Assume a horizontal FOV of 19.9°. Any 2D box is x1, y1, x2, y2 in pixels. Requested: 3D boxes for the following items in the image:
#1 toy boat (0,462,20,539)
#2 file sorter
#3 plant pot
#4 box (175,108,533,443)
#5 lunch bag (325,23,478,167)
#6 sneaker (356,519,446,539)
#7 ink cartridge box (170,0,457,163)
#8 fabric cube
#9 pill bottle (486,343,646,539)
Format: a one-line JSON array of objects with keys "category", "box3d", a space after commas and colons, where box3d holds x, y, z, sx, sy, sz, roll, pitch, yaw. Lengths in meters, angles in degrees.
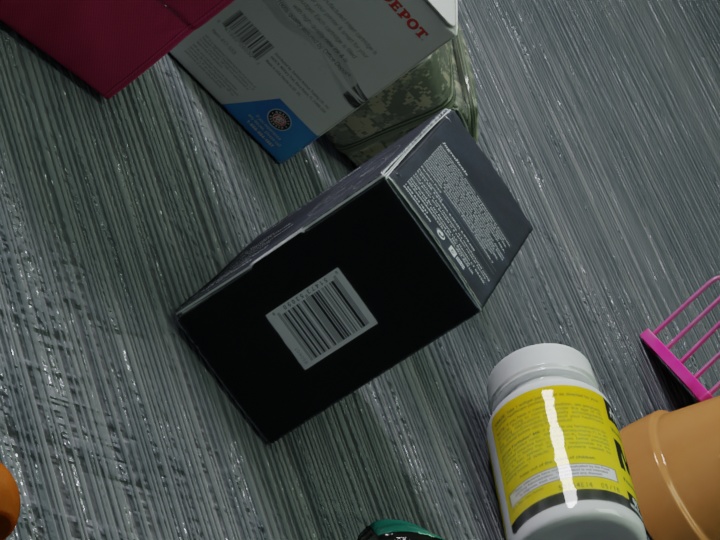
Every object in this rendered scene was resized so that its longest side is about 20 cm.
[{"category": "toy boat", "box3d": [-0.216, 0.135, 0.989, 0.200, 0.131, 0.130, 57, 23, 4]}, {"category": "file sorter", "box3d": [0.416, 0.107, 2.194, 0.139, 0.125, 0.200, 46, 5, -20]}, {"category": "plant pot", "box3d": [0.367, 0.207, 2.021, 0.200, 0.140, 0.200, 44, 25, -26]}, {"category": "box", "box3d": [0.000, 0.000, 1.507, 0.124, 0.200, 0.197, 54, 23, -7]}, {"category": "lunch bag", "box3d": [0.038, -0.176, 1.917, 0.200, 0.139, 0.168, -97, 161, -47]}, {"category": "sneaker", "box3d": [0.001, 0.214, 1.376, 0.199, 0.121, 0.084, 0, 90, -23]}, {"category": "ink cartridge box", "box3d": [-0.038, -0.209, 1.713, 0.146, 0.200, 0.086, 45, 25, -23]}, {"category": "fabric cube", "box3d": [-0.196, -0.292, 1.520, 0.199, 0.200, 0.197, 36, 30, -36]}, {"category": "pill bottle", "box3d": [0.167, 0.164, 1.720, 0.114, 0.114, 0.201, 38, 29, -35]}]
